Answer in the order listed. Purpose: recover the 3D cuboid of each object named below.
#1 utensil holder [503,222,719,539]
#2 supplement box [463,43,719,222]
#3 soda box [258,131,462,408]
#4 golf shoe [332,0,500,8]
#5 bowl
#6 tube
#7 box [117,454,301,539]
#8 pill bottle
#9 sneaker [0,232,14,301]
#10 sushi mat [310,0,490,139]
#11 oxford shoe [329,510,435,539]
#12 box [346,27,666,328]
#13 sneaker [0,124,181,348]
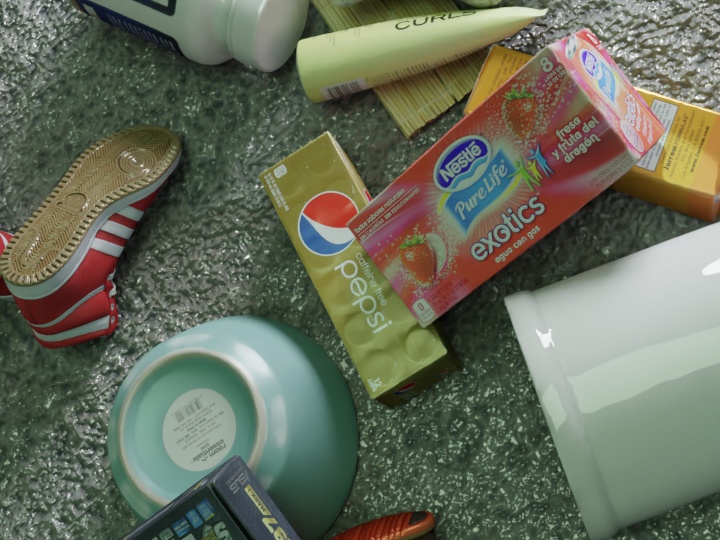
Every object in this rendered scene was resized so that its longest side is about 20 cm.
[{"bbox_3d":[0.214,0.062,0.770,0.197,0.170,0.172,-22,72,8],"label":"utensil holder"},{"bbox_3d":[0.180,-0.103,0.873,0.197,0.067,0.070,19,82,18],"label":"supplement box"},{"bbox_3d":[0.000,0.000,0.898,0.067,0.064,0.202,-30,71,7],"label":"soda box"},{"bbox_3d":[0.024,-0.240,0.936,0.199,0.078,0.098,35,91,28],"label":"golf shoe"},{"bbox_3d":[-0.109,0.124,0.877,0.197,0.105,0.205,-4,76,15],"label":"bowl"},{"bbox_3d":[0.049,-0.178,0.917,0.197,0.052,0.059,-11,54,15],"label":"tube"},{"bbox_3d":[-0.113,0.245,0.806,0.199,0.051,0.159,-36,92,24],"label":"box"},{"bbox_3d":[-0.145,-0.238,0.971,0.198,0.111,0.112,26,84,19],"label":"pill bottle"},{"bbox_3d":[-0.369,-0.029,0.972,0.197,0.112,0.072,11,79,17],"label":"sneaker"},{"bbox_3d":[0.024,-0.211,0.969,0.095,0.012,0.201,-35,71,3],"label":"sushi mat"},{"bbox_3d":[-0.021,0.241,0.851,0.198,0.071,0.073,-33,88,12],"label":"oxford shoe"},{"bbox_3d":[0.101,-0.064,0.817,0.199,0.102,0.095,-40,87,31],"label":"box"},{"bbox_3d":[-0.212,-0.025,0.969,0.070,0.113,0.201,23,53,21],"label":"sneaker"}]
